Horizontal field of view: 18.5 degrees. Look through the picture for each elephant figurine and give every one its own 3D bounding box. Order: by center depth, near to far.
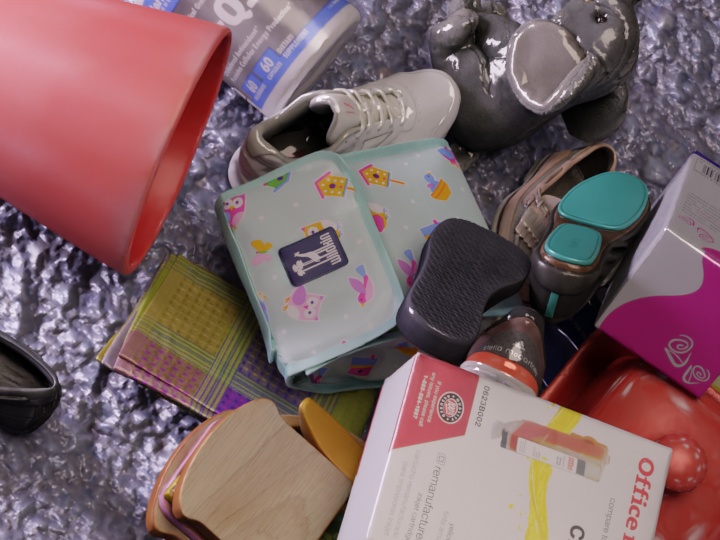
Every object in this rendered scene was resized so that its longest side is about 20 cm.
[{"bbox_3d":[0.163,-0.168,1.793,0.142,0.200,0.155,-43,125,-47],"label":"elephant figurine"}]

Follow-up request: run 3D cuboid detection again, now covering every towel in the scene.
[{"bbox_3d":[-0.087,0.075,1.655,0.200,0.023,0.144,30,39,-5],"label":"towel"}]

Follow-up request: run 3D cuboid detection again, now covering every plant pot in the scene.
[{"bbox_3d":[-0.213,-0.121,1.640,0.177,0.200,0.200,22,57,2],"label":"plant pot"}]

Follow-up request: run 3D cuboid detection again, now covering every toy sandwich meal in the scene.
[{"bbox_3d":[-0.043,0.178,1.547,0.205,0.070,0.205,7,66,-17],"label":"toy sandwich meal"}]

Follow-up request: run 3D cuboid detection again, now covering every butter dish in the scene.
[{"bbox_3d":[0.220,0.154,1.664,0.199,0.148,0.200,40,75,1],"label":"butter dish"}]

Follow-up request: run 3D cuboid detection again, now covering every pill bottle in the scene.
[{"bbox_3d":[-0.109,-0.224,1.769,0.200,0.114,0.114,40,56,2],"label":"pill bottle"}]

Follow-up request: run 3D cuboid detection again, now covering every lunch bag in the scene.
[{"bbox_3d":[0.000,0.000,1.682,0.200,0.122,0.170,-7,63,-32],"label":"lunch bag"}]

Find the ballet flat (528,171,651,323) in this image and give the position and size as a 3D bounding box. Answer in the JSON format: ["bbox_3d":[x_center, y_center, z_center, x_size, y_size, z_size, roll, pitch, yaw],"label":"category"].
[{"bbox_3d":[0.167,-0.015,1.685,0.068,0.068,0.200,21,27,16],"label":"ballet flat"}]

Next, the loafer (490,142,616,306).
[{"bbox_3d":[0.156,-0.046,1.775,0.072,0.063,0.200,50,34,-15],"label":"loafer"}]

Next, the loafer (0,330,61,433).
[{"bbox_3d":[-0.303,0.048,1.571,0.200,0.070,0.068,28,56,-6],"label":"loafer"}]

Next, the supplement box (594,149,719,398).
[{"bbox_3d":[0.260,-0.001,1.708,0.101,0.103,0.200,35,23,1],"label":"supplement box"}]

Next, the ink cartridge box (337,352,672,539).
[{"bbox_3d":[0.100,0.162,1.524,0.200,0.083,0.145,21,65,-11],"label":"ink cartridge box"}]

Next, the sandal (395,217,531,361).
[{"bbox_3d":[0.066,0.015,1.589,0.076,0.043,0.200,33,28,7],"label":"sandal"}]

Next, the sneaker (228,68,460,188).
[{"bbox_3d":[-0.005,-0.112,1.740,0.200,0.099,0.078,-25,75,-16],"label":"sneaker"}]

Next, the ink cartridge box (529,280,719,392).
[{"bbox_3d":[0.243,0.062,1.803,0.200,0.047,0.198,-30,78,-34],"label":"ink cartridge box"}]

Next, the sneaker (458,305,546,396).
[{"bbox_3d":[0.105,0.080,1.640,0.077,0.200,0.082,27,70,-2],"label":"sneaker"}]
